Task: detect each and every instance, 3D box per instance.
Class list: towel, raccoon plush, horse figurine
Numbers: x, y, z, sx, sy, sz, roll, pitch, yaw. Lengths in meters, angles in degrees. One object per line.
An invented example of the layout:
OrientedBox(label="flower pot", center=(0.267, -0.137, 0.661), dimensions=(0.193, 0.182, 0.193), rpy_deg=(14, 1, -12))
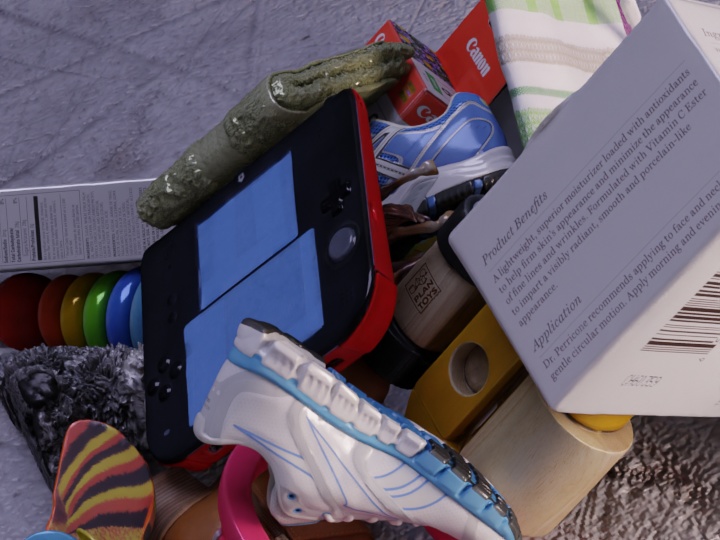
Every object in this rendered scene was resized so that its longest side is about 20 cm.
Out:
OrientedBox(label="towel", center=(0.145, -0.107, 1.635), dimensions=(0.031, 0.200, 0.149), rpy_deg=(-21, -12, 34))
OrientedBox(label="raccoon plush", center=(-0.159, 0.062, 1.625), dimensions=(0.134, 0.097, 0.200), rpy_deg=(-22, 35, -14))
OrientedBox(label="towel", center=(-0.055, -0.090, 1.627), dimensions=(0.148, 0.036, 0.200), rpy_deg=(-38, -3, 28))
OrientedBox(label="horse figurine", center=(0.000, 0.000, 1.558), dimensions=(0.133, 0.200, 0.050), rpy_deg=(-31, 72, -7))

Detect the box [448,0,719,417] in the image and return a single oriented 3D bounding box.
OrientedBox(label="box", center=(0.195, -0.029, 1.396), dimensions=(0.200, 0.199, 0.131), rpy_deg=(4, 47, -45))

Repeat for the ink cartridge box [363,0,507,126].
OrientedBox(label="ink cartridge box", center=(0.025, -0.111, 1.715), dimensions=(0.200, 0.050, 0.109), rpy_deg=(-47, 31, 15))

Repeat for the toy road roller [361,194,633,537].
OrientedBox(label="toy road roller", center=(0.107, 0.057, 1.508), dimensions=(0.146, 0.123, 0.200), rpy_deg=(8, 43, -43))

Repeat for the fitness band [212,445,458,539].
OrientedBox(label="fitness band", center=(0.004, 0.161, 1.409), dimensions=(0.144, 0.037, 0.200), rpy_deg=(-16, 53, -33))

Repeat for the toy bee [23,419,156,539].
OrientedBox(label="toy bee", center=(-0.150, 0.193, 1.445), dimensions=(0.109, 0.200, 0.131), rpy_deg=(20, 3, 2))

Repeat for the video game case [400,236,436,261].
OrientedBox(label="video game case", center=(0.016, -0.023, 1.747), dimensions=(0.182, 0.023, 0.200), rpy_deg=(18, 45, 39))

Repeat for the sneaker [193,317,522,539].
OrientedBox(label="sneaker", center=(-0.004, 0.112, 1.389), dimensions=(0.087, 0.200, 0.075), rpy_deg=(-55, 10, 3))

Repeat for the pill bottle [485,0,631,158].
OrientedBox(label="pill bottle", center=(0.133, -0.139, 1.773), dimensions=(0.112, 0.112, 0.200), rpy_deg=(-5, 28, 13))

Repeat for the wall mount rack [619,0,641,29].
OrientedBox(label="wall mount rack", center=(0.256, -0.112, 1.677), dimensions=(0.174, 0.075, 0.200), rpy_deg=(12, 14, -40))

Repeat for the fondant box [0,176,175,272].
OrientedBox(label="fondant box", center=(-0.206, -0.029, 1.726), dimensions=(0.200, 0.058, 0.144), rpy_deg=(-3, 0, 1))

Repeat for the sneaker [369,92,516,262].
OrientedBox(label="sneaker", center=(0.010, -0.050, 1.647), dimensions=(0.200, 0.076, 0.077), rpy_deg=(-20, 68, 17))

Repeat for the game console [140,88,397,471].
OrientedBox(label="game console", center=(-0.060, 0.008, 1.491), dimensions=(0.200, 0.031, 0.177), rpy_deg=(-36, 47, 32))

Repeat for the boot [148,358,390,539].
OrientedBox(label="boot", center=(-0.026, 0.135, 1.496), dimensions=(0.200, 0.074, 0.155), rpy_deg=(-39, 40, -16))

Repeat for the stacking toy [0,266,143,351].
OrientedBox(label="stacking toy", center=(-0.165, 0.029, 1.694), dimensions=(0.200, 0.085, 0.085), rpy_deg=(4, 38, 32))
